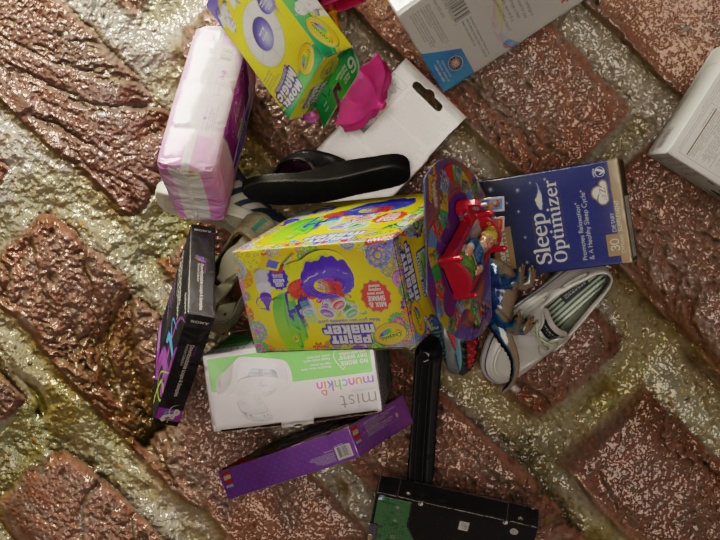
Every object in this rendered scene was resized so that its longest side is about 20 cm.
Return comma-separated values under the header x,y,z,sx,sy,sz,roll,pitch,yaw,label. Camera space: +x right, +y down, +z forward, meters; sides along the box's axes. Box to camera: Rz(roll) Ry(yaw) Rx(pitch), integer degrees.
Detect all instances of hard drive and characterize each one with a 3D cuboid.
x,y,z,sx,sy,sz,roll,pitch,yaw,label
0.108,0.331,1.395,0.198,0.038,0.141,10,122,4,hard drive

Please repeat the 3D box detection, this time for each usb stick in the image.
x,y,z,sx,sy,sz,roll,pitch,yaw,label
0.078,0.176,1.373,0.032,0.055,0.201,9,116,15,usb stick

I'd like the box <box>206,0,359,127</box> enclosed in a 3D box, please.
x,y,z,sx,sy,sz,roll,pitch,yaw,label
-0.086,-0.260,1.257,0.048,0.117,0.200,-30,77,-36,box

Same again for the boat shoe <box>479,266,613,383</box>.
x,y,z,sx,sy,sz,roll,pitch,yaw,label
0.221,0.060,1.365,0.073,0.067,0.200,38,97,-15,boat shoe

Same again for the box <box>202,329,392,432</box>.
x,y,z,sx,sy,sz,roll,pitch,yaw,label
-0.069,0.120,1.353,0.198,0.176,0.097,-7,94,7,box

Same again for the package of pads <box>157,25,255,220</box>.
x,y,z,sx,sy,sz,roll,pitch,yaw,label
-0.176,-0.172,1.328,0.075,0.121,0.201,9,65,3,package of pads

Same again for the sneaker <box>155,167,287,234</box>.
x,y,z,sx,sy,sz,roll,pitch,yaw,label
-0.147,-0.090,1.401,0.199,0.075,0.085,23,65,-10,sneaker

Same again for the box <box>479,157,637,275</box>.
x,y,z,sx,sy,sz,roll,pitch,yaw,label
0.220,-0.058,1.349,0.199,0.032,0.122,-8,94,28,box

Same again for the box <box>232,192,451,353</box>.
x,y,z,sx,sy,sz,roll,pitch,yaw,label
0.000,0.000,1.266,0.199,0.193,0.123,-4,107,28,box

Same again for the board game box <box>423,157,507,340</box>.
x,y,z,sx,sy,sz,roll,pitch,yaw,label
0.123,-0.026,1.237,0.039,0.158,0.202,-8,77,31,board game box

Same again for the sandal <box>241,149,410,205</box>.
x,y,z,sx,sy,sz,roll,pitch,yaw,label
-0.041,-0.115,1.342,0.199,0.075,0.048,-8,68,0,sandal

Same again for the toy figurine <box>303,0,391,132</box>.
x,y,z,sx,sy,sz,roll,pitch,yaw,label
-0.044,-0.247,1.327,0.199,0.150,0.185,-22,81,29,toy figurine

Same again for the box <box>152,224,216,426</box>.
x,y,z,sx,sy,sz,roll,pitch,yaw,label
-0.208,0.065,1.337,0.036,0.144,0.201,11,132,-17,box

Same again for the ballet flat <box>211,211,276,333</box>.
x,y,z,sx,sy,sz,roll,pitch,yaw,label
-0.163,0.009,1.370,0.067,0.062,0.201,35,126,8,ballet flat

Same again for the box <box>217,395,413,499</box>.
x,y,z,sx,sy,sz,roll,pitch,yaw,label
-0.053,0.208,1.343,0.199,0.137,0.039,-23,87,30,box

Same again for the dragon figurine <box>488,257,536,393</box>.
x,y,z,sx,sy,sz,roll,pitch,yaw,label
0.151,0.041,1.340,0.099,0.059,0.202,0,88,32,dragon figurine

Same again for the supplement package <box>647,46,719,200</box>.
x,y,z,sx,sy,sz,roll,pitch,yaw,label
0.459,-0.143,1.289,0.199,0.152,0.151,32,97,2,supplement package

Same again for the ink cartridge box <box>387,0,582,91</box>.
x,y,z,sx,sy,sz,roll,pitch,yaw,label
0.139,-0.325,1.306,0.199,0.145,0.085,-32,50,8,ink cartridge box

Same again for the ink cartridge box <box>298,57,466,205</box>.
x,y,z,sx,sy,sz,roll,pitch,yaw,label
0.024,-0.148,1.385,0.109,0.050,0.200,44,96,2,ink cartridge box

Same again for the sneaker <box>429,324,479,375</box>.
x,y,z,sx,sy,sz,roll,pitch,yaw,label
0.082,0.036,1.393,0.095,0.079,0.201,-18,89,25,sneaker
